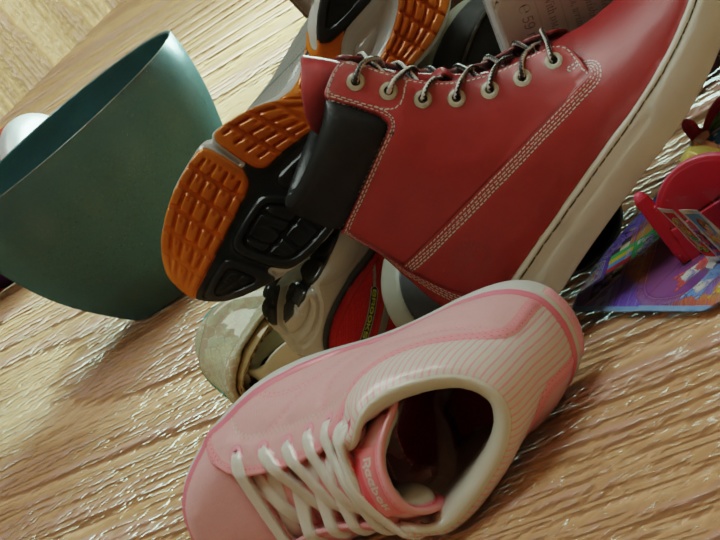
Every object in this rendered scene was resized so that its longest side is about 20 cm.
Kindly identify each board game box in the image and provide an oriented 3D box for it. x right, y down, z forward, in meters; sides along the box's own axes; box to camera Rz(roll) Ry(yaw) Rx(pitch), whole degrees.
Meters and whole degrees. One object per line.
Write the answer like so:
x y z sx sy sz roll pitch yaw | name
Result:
0.156 -0.049 1.203 0.158 0.039 0.200 -44 13 -14 | board game box

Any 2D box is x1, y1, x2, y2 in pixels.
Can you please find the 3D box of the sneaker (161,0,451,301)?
-0.024 -0.068 1.394 0.200 0.076 0.092 -53 0 -3 | sneaker

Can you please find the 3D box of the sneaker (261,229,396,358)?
0.022 -0.028 1.428 0.077 0.085 0.200 -16 39 54 | sneaker

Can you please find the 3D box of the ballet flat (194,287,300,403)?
0.000 0.000 1.507 0.200 0.067 0.062 -43 39 9 | ballet flat

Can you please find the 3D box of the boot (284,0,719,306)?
0.058 -0.084 1.212 0.200 0.144 0.072 -56 7 13 | boot

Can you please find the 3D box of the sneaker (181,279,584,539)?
-0.006 0.077 1.169 0.200 0.075 0.105 -30 10 26 | sneaker

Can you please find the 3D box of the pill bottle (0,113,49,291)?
-0.320 -0.043 2.481 0.200 0.112 0.112 -34 14 31 | pill bottle

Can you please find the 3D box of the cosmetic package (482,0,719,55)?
0.150 -0.150 1.280 0.200 0.102 0.074 -22 55 3 | cosmetic package

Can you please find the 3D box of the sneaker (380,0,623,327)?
0.081 -0.058 1.354 0.106 0.075 0.200 -22 45 40 | sneaker

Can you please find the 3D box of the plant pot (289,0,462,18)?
0.073 -0.184 1.618 0.198 0.200 0.200 -47 11 5 | plant pot

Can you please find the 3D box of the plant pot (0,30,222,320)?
-0.160 -0.046 1.945 0.200 0.135 0.200 -39 12 10 | plant pot

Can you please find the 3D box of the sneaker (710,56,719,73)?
0.168 -0.142 1.471 0.200 0.076 0.116 -40 -1 -15 | sneaker
